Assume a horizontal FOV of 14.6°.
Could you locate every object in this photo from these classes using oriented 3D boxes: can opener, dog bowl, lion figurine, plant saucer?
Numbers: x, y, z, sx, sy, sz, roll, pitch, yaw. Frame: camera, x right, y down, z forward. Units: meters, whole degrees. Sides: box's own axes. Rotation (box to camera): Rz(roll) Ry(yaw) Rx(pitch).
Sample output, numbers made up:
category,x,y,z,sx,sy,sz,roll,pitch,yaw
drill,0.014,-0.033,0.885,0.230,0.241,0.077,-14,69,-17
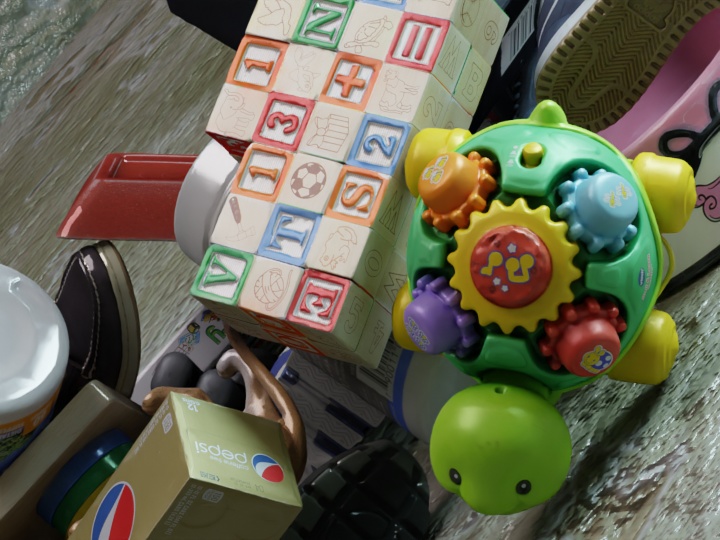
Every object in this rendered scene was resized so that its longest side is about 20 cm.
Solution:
category,x,y,z,sx,sy,sz,roll,pitch,yaw
can opener,-0.089,0.072,1.736,0.200,0.053,0.067,41,-109,-81
dog bowl,0.172,-0.077,1.510,0.200,0.074,0.200,-42,16,15
lion figurine,-0.078,0.132,1.516,0.122,0.072,0.200,33,103,35
plant saucer,-0.084,-0.047,1.753,0.200,0.200,0.037,-104,14,-82

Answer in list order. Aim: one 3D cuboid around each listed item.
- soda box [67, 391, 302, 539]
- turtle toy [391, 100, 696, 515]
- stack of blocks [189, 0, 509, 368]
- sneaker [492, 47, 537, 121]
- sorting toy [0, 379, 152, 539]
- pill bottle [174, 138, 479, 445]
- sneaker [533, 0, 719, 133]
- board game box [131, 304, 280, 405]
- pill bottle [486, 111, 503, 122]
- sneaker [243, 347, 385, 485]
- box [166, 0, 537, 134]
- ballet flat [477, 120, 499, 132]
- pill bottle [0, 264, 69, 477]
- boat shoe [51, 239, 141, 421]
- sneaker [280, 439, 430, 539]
category,x,y,z,sx,sy,sz,roll,pitch,yaw
soda box,-0.111,0.157,1.428,0.200,0.068,0.064,-55,34,28
turtle toy,0.079,0.018,1.355,0.101,0.146,0.200,-17,-66,-75
stack of blocks,-0.016,-0.062,1.445,0.115,0.059,0.200,14,76,29
sneaker,0.094,-0.096,1.666,0.146,0.077,0.202,3,41,35
sorting toy,-0.181,0.175,1.694,0.200,0.070,0.199,-47,-15,-1
pill bottle,0.000,0.000,1.514,0.200,0.114,0.114,34,78,32
sneaker,0.163,-0.167,1.486,0.200,0.070,0.109,-45,17,17
board game box,-0.096,0.057,1.871,0.200,0.035,0.126,-48,-11,-5
pill bottle,0.105,-0.157,1.815,0.200,0.114,0.114,-37,18,33
sneaker,-0.039,0.101,1.643,0.199,0.081,0.115,-50,0,14
box,0.019,-0.198,1.598,0.200,0.198,0.123,-54,-14,-16
ballet flat,0.042,-0.008,1.757,0.200,0.057,0.066,-49,27,16
pill bottle,-0.242,0.092,1.663,0.112,0.112,0.200,-59,-5,-38
boat shoe,-0.179,0.062,1.717,0.200,0.065,0.072,109,144,-49
sneaker,-0.040,0.169,1.455,0.200,0.075,0.079,-53,14,-22
